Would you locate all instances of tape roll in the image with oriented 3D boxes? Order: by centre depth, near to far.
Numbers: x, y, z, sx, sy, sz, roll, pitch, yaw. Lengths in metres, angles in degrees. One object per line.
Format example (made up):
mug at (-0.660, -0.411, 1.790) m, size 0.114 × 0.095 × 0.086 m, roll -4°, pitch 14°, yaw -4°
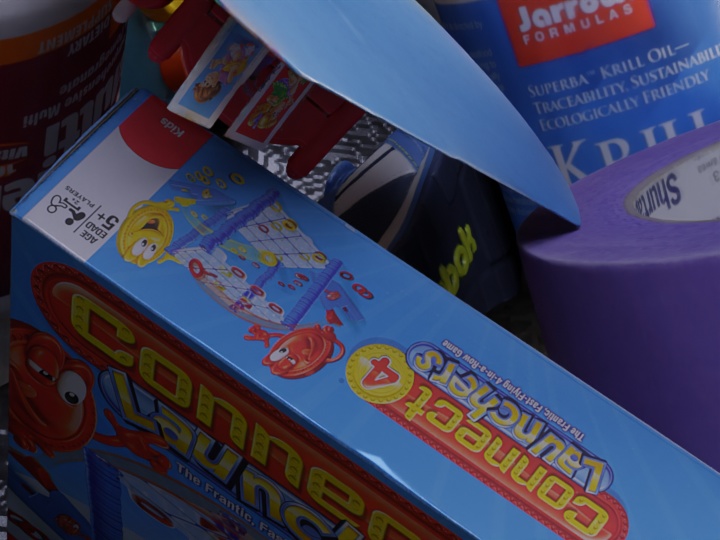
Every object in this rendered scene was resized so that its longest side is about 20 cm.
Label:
tape roll at (0.150, 0.003, 0.673) m, size 0.200 × 0.200 × 0.085 m, roll -23°, pitch 103°, yaw -26°

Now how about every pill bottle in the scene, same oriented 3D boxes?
pill bottle at (-0.130, -0.052, 0.746) m, size 0.109 × 0.200 × 0.110 m, roll 6°, pitch 52°, yaw -7°
pill bottle at (0.086, -0.081, 0.808) m, size 0.112 × 0.112 × 0.201 m, roll -28°, pitch 103°, yaw -28°

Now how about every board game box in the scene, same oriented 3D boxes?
board game box at (-0.027, -0.068, 0.657) m, size 0.200 × 0.039 × 0.158 m, roll 25°, pitch 23°, yaw -52°
board game box at (-0.008, 0.075, 0.675) m, size 0.200 × 0.196 × 0.056 m, roll 34°, pitch 58°, yaw 15°

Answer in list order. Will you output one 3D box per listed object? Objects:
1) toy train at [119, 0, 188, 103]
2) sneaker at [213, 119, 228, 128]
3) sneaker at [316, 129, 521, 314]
toy train at (-0.126, -0.105, 0.839) m, size 0.200 × 0.150 × 0.056 m, roll 39°, pitch 41°, yaw 9°
sneaker at (-0.103, -0.118, 0.894) m, size 0.081 × 0.074 × 0.200 m, roll -26°, pitch 54°, yaw -20°
sneaker at (0.000, 0.000, 0.805) m, size 0.082 × 0.074 × 0.200 m, roll -11°, pitch 20°, yaw 26°
